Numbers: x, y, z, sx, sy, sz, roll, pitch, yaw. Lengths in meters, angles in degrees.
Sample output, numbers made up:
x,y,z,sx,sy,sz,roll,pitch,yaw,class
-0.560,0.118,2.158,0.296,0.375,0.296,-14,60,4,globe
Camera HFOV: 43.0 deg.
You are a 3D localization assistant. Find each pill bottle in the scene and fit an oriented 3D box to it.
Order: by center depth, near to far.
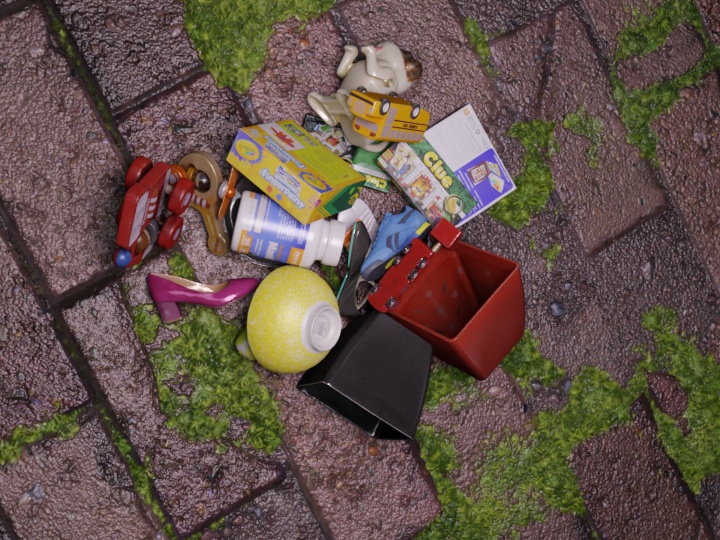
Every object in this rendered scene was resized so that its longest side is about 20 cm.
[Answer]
x,y,z,sx,sy,sz,roll,pitch,yaw,class
-0.131,-0.069,1.669,0.197,0.112,0.114,13,85,-8,pill bottle

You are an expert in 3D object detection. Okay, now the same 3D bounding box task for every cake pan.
x,y,z,sx,sy,sz,roll,pitch,yaw,class
-0.166,-0.109,1.745,0.197,0.037,0.204,0,88,-14,cake pan

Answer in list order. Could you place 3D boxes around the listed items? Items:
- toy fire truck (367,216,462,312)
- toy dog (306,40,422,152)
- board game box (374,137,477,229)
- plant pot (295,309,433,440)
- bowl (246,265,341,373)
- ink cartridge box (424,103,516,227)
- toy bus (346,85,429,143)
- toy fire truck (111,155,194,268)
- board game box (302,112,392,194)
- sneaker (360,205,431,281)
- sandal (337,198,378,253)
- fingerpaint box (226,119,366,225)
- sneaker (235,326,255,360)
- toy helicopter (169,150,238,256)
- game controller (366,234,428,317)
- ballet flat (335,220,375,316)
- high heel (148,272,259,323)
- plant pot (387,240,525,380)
x,y,z,sx,sy,sz,roll,pitch,yaw,class
0.101,-0.010,1.698,0.049,0.141,0.201,40,100,13,toy fire truck
0.032,-0.347,1.742,0.194,0.139,0.201,46,69,-22,toy dog
0.129,-0.172,1.777,0.105,0.023,0.200,-44,99,-15,board game box
0.025,0.190,1.714,0.199,0.199,0.179,34,72,-11,plant pot
-0.099,0.097,1.659,0.198,0.107,0.204,-13,108,-46,bowl
0.184,-0.199,1.832,0.198,0.043,0.200,-32,96,-14,ink cartridge box
0.049,-0.278,1.653,0.065,0.199,0.079,31,110,27,toy bus
-0.383,-0.090,1.599,0.111,0.169,0.202,26,126,2,toy fire truck
-0.026,-0.228,1.790,0.197,0.023,0.107,16,82,-13,board game box
0.049,-0.053,1.681,0.078,0.066,0.200,42,51,8,sneaker
0.006,-0.048,1.780,0.079,0.059,0.208,-37,119,-14,sandal
-0.115,-0.182,1.658,0.199,0.166,0.074,39,120,16,fingerpaint box
-0.148,0.094,1.737,0.105,0.075,0.201,43,78,-28,sneaker
-0.273,-0.123,1.685,0.130,0.079,0.203,-4,112,25,toy helicopter
0.070,0.005,1.770,0.103,0.042,0.204,7,97,-34,game controller
0.000,0.000,1.722,0.067,0.068,0.202,16,122,1,ballet flat
-0.290,0.024,1.691,0.197,0.067,0.098,-19,104,-11,high heel
0.200,0.089,1.743,0.200,0.199,0.177,-45,128,-17,plant pot
